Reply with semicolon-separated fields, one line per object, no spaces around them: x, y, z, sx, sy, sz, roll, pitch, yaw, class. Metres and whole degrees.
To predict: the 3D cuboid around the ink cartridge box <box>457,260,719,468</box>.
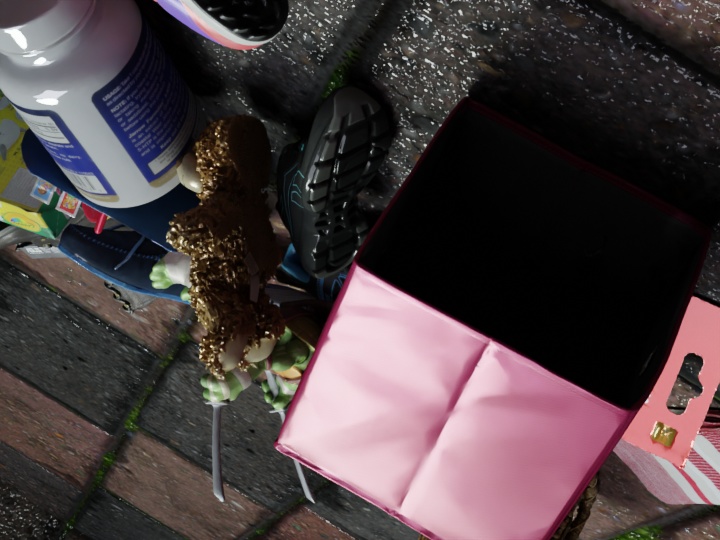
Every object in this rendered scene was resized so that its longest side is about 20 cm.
0.166;0.063;1.251;0.199;0.050;0.162;27;131;17;ink cartridge box

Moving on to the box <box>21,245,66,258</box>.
-0.326;-0.078;1.655;0.158;0.048;0.199;44;154;-28;box

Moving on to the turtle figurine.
-0.104;0.082;1.393;0.194;0.143;0.201;45;127;26;turtle figurine

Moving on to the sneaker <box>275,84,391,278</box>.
-0.033;-0.075;1.254;0.079;0.075;0.200;52;151;24;sneaker

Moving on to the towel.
0.295;0.165;1.421;0.144;0.023;0.200;41;156;-26;towel

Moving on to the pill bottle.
-0.206;-0.150;1.253;0.119;0.120;0.200;17;154;30;pill bottle

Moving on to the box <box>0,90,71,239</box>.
-0.325;-0.108;1.499;0.199;0.118;0.048;19;154;27;box

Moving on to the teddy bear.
-0.104;-0.017;1.272;0.066;0.145;0.201;-2;109;27;teddy bear

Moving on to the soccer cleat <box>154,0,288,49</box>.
-0.141;-0.213;1.111;0.200;0.068;0.073;35;162;-16;soccer cleat

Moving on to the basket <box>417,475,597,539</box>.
0.151;0.247;1.543;0.149;0.201;0.143;36;156;-8;basket

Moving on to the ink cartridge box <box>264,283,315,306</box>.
-0.034;0.051;1.502;0.199;0.042;0.119;21;-172;31;ink cartridge box

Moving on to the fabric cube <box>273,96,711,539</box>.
0.088;0.048;1.119;0.199;0.196;0.200;28;134;5;fabric cube

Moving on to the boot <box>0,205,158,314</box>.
-0.256;-0.018;1.563;0.199;0.069;0.174;-26;130;12;boot

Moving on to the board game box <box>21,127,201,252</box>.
-0.191;-0.060;1.394;0.199;0.158;0.039;29;116;3;board game box

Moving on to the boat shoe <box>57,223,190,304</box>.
-0.186;-0.020;1.513;0.199;0.069;0.084;15;-162;-50;boat shoe

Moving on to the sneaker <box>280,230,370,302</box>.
0.000;0.000;1.362;0.082;0.074;0.200;29;160;-20;sneaker
